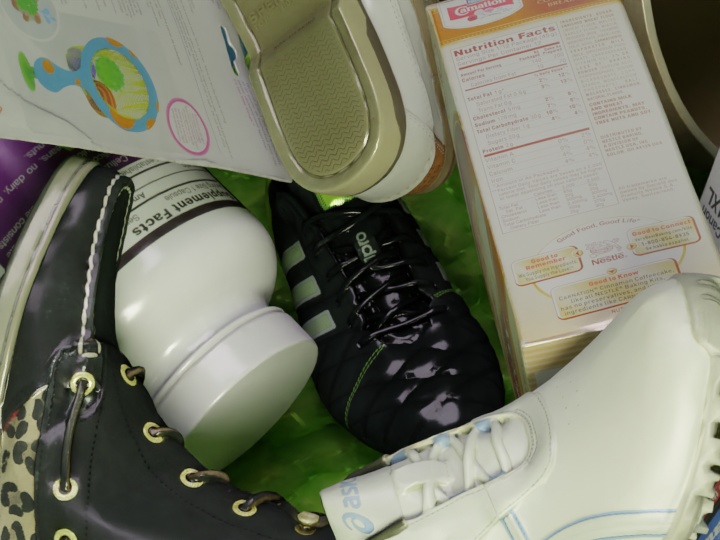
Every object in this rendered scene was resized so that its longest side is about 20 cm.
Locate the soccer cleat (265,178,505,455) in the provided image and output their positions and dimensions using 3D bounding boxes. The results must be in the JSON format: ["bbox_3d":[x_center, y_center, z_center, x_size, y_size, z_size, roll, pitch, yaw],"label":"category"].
[{"bbox_3d":[0.000,0.000,1.065,0.067,0.081,0.200,-21,39,-7],"label":"soccer cleat"}]

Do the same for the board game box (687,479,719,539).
[{"bbox_3d":[0.098,0.138,0.802,0.019,0.200,0.103,16,31,-26],"label":"board game box"}]

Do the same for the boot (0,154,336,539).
[{"bbox_3d":[-0.058,0.070,0.942,0.154,0.073,0.204,10,79,6],"label":"boot"}]

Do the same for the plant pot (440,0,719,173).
[{"bbox_3d":[0.111,-0.132,1.133,0.187,0.187,0.200,-42,29,-29],"label":"plant pot"}]

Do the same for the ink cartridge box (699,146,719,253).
[{"bbox_3d":[0.237,-0.005,0.935,0.200,0.083,0.146,0,35,-21],"label":"ink cartridge box"}]

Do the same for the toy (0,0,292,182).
[{"bbox_3d":[-0.116,-0.084,0.988,0.047,0.200,0.115,-29,69,28],"label":"toy"}]

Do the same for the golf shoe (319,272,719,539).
[{"bbox_3d":[0.040,0.077,0.832,0.097,0.200,0.078,22,26,-18],"label":"golf shoe"}]

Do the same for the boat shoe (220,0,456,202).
[{"bbox_3d":[-0.014,-0.119,1.060,0.075,0.068,0.200,-24,71,34],"label":"boat shoe"}]

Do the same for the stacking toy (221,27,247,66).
[{"bbox_3d":[-0.133,-0.051,1.173,0.116,0.110,0.200,-5,54,26],"label":"stacking toy"}]

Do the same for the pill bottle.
[{"bbox_3d":[-0.111,-0.012,1.056,0.112,0.112,0.200,-37,71,-25],"label":"pill bottle"}]

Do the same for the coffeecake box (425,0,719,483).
[{"bbox_3d":[0.084,0.012,0.966,0.073,0.154,0.200,-14,38,1],"label":"coffeecake box"}]
